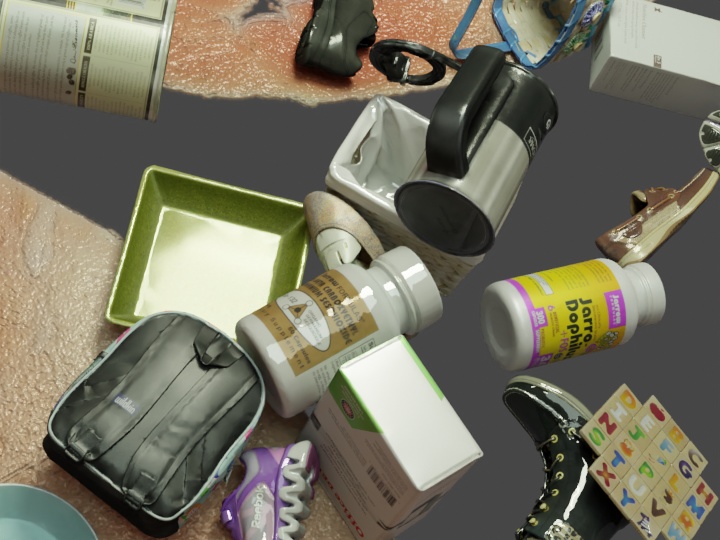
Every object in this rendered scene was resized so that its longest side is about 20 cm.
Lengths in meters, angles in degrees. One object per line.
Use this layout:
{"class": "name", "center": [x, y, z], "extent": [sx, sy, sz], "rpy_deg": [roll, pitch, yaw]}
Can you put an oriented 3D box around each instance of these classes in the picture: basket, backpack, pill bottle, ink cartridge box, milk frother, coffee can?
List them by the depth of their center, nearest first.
{"class": "backpack", "center": [-0.198, 0.149, 1.374], "extent": [0.177, 0.151, 0.200], "rpy_deg": [36, 67, 4]}
{"class": "ink cartridge box", "center": [0.023, 0.179, 1.387], "extent": [0.084, 0.200, 0.146], "rpy_deg": [-27, 73, -27]}
{"class": "pill bottle", "center": [-0.020, 0.058, 1.424], "extent": [0.199, 0.114, 0.115], "rpy_deg": [-28, 73, -17]}
{"class": "milk frother", "center": [0.081, -0.145, 1.478], "extent": [0.199, 0.181, 0.188], "rpy_deg": [4, 51, 37]}
{"class": "coffee can", "center": [-0.318, -0.258, 1.553], "extent": [0.199, 0.146, 0.147], "rpy_deg": [11, 62, -9]}
{"class": "pill bottle", "center": [0.245, 0.046, 1.564], "extent": [0.199, 0.104, 0.105], "rpy_deg": [-13, 67, -19]}
{"class": "basket", "center": [0.062, -0.082, 1.572], "extent": [0.199, 0.123, 0.136], "rpy_deg": [30, 60, 1]}
{"class": "basket", "center": [0.220, -0.342, 1.715], "extent": [0.199, 0.177, 0.139], "rpy_deg": [-8, 57, -27]}

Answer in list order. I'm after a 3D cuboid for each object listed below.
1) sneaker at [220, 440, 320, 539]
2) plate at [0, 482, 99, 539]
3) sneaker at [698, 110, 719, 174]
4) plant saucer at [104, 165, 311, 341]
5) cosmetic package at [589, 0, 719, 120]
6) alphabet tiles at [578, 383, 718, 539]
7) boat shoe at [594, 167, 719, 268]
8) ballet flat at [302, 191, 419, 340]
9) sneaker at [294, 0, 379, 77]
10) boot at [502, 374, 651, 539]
{"class": "sneaker", "center": [-0.103, 0.266, 1.387], "extent": [0.088, 0.081, 0.201], "rpy_deg": [7, 69, 11]}
{"class": "plate", "center": [-0.346, 0.306, 1.330], "extent": [0.199, 0.026, 0.201], "rpy_deg": [5, 63, -10]}
{"class": "sneaker", "center": [0.502, -0.126, 1.726], "extent": [0.200, 0.083, 0.081], "rpy_deg": [36, 92, -12]}
{"class": "plant saucer", "center": [-0.165, 0.000, 1.517], "extent": [0.199, 0.048, 0.201], "rpy_deg": [14, 62, -7]}
{"class": "cosmetic package", "center": [0.404, -0.274, 1.779], "extent": [0.199, 0.081, 0.113], "rpy_deg": [11, 60, -8]}
{"class": "alphabet tiles", "center": [0.317, 0.214, 1.495], "extent": [0.167, 0.006, 0.200], "rpy_deg": [51, 36, 5]}
{"class": "boat shoe", "center": [0.362, -0.074, 1.676], "extent": [0.072, 0.072, 0.200], "rpy_deg": [44, 67, 11]}
{"class": "ballet flat", "center": [0.000, 0.000, 1.514], "extent": [0.200, 0.068, 0.067], "rpy_deg": [49, 35, -8]}
{"class": "sneaker", "center": [-0.016, -0.324, 1.714], "extent": [0.090, 0.076, 0.201], "rpy_deg": [23, 67, -13]}
{"class": "boot", "center": [0.207, 0.223, 1.478], "extent": [0.203, 0.074, 0.154], "rpy_deg": [43, 56, 5]}
